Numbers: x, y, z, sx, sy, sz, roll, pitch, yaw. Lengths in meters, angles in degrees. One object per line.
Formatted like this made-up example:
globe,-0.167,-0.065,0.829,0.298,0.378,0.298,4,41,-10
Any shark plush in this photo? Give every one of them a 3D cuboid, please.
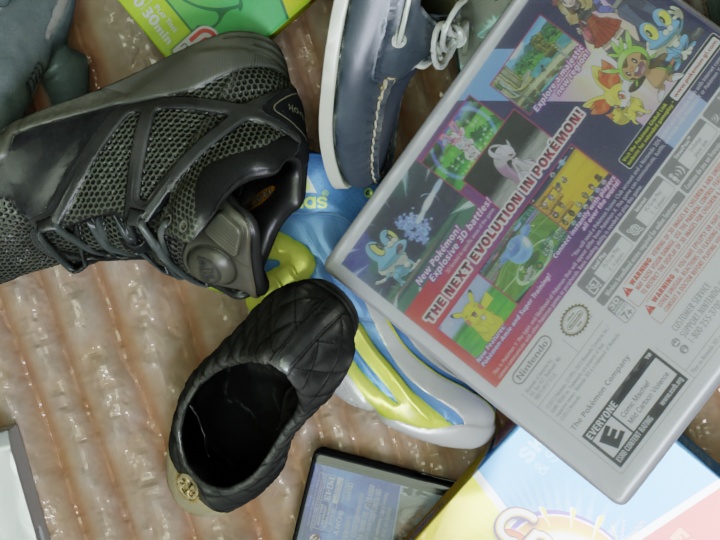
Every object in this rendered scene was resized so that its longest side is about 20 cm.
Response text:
shark plush,-0.160,-0.142,1.052,0.091,0.083,0.200,25,100,2

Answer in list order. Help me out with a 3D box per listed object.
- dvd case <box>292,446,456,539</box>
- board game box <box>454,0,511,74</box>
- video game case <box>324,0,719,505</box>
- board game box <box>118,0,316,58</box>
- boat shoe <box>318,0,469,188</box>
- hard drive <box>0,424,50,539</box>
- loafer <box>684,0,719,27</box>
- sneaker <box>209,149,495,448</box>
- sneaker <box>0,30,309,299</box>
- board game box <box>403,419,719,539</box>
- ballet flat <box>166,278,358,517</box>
dvd case,0.057,0.182,1.113,0.200,0.018,0.143,14,99,4
board game box,0.106,-0.145,1.055,0.135,0.028,0.200,-8,98,7
video game case,0.109,-0.026,0.988,0.182,0.023,0.200,39,102,14
board game box,-0.033,-0.186,1.032,0.200,0.048,0.102,-38,93,22
boat shoe,0.020,-0.125,0.983,0.062,0.075,0.200,9,115,5
hard drive,-0.260,0.168,1.138,0.200,0.026,0.132,-14,97,7
loafer,0.172,-0.082,1.015,0.063,0.072,0.200,1,88,9
sneaker,0.000,0.000,1.063,0.200,0.076,0.105,34,99,1
sneaker,-0.112,-0.025,1.012,0.199,0.076,0.114,-24,55,3
board game box,0.100,0.160,1.075,0.153,0.040,0.200,40,100,-1
ballet flat,-0.060,0.067,1.042,0.066,0.057,0.200,43,142,7
